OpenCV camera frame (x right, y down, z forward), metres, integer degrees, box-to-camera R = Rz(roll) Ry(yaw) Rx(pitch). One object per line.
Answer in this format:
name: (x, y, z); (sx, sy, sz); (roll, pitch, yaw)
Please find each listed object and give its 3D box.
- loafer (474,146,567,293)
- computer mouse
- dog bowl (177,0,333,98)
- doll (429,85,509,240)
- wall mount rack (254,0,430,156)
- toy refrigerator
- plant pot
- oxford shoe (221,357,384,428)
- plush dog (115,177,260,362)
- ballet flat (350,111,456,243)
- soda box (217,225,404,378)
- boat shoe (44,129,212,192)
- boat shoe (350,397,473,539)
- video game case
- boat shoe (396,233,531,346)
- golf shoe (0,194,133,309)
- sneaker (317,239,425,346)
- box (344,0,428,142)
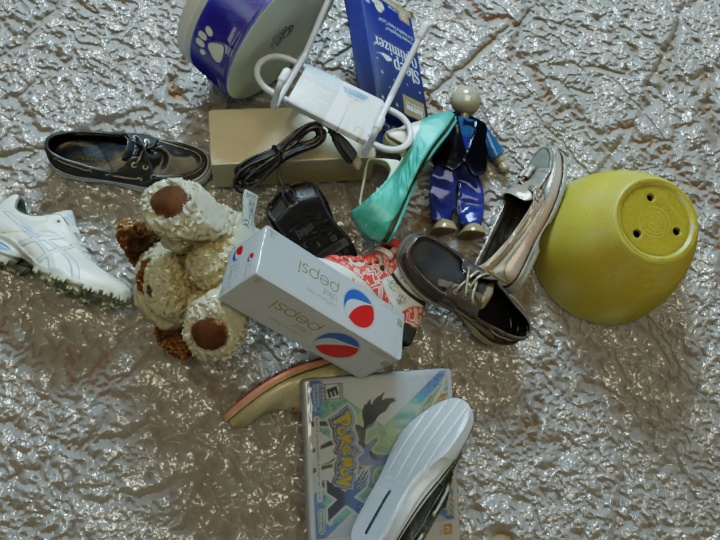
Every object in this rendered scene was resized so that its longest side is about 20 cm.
loafer: (0.202, -0.073, 0.910); (0.063, 0.072, 0.201); (26, 78, -23)
computer mouse: (-0.048, -0.081, 0.871); (0.140, 0.046, 0.200); (-37, 114, -1)
dog bowl: (-0.118, -0.306, 0.859); (0.079, 0.200, 0.200); (43, 76, 2)
doll: (0.134, -0.142, 0.936); (0.136, 0.048, 0.201); (7, 77, -15)
wall mount rack: (-0.012, -0.228, 0.818); (0.199, 0.075, 0.174); (26, 60, -5)
toy refrigerator: (-0.086, -0.154, 0.905); (0.199, 0.070, 0.076); (-4, 72, -8)
plant pot: (0.328, -0.043, 0.888); (0.199, 0.142, 0.201); (1, 77, -6)
oxford shoe: (-0.062, 0.143, 0.841); (0.199, 0.071, 0.074); (-25, 86, -10)
plush dog: (-0.189, 0.005, 0.821); (0.171, 0.160, 0.201); (-19, 90, 30)
ballet flat: (0.047, -0.128, 0.860); (0.070, 0.067, 0.201); (32, 70, -6)
soda box: (-0.046, 0.039, 0.760); (0.200, 0.068, 0.064); (33, 46, -30)
boat shoe: (-0.283, -0.140, 0.879); (0.199, 0.066, 0.070); (8, 77, -4)
boat shoe: (0.065, 0.234, 0.797); (0.200, 0.072, 0.071); (-51, 125, -17)
video game case: (0.024, 0.218, 0.823); (0.181, 0.022, 0.201); (-1, 86, -20)
boat shoe: (0.130, 0.020, 0.853); (0.200, 0.073, 0.075); (35, 70, -24)
golf shoe: (-0.348, -0.025, 0.845); (0.199, 0.078, 0.098); (24, 70, -2)
sneaker: (0.000, 0.000, 0.854); (0.201, 0.067, 0.108); (32, 71, -27)
box: (0.036, -0.256, 0.922); (0.032, 0.121, 0.201); (-15, 77, 35)
